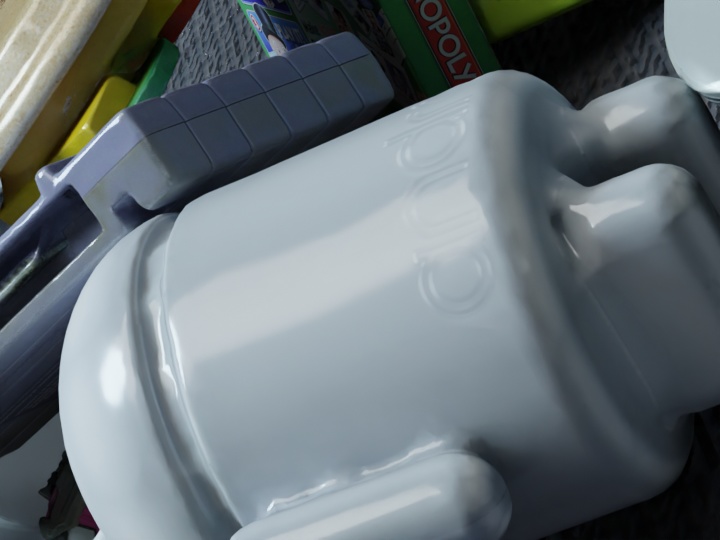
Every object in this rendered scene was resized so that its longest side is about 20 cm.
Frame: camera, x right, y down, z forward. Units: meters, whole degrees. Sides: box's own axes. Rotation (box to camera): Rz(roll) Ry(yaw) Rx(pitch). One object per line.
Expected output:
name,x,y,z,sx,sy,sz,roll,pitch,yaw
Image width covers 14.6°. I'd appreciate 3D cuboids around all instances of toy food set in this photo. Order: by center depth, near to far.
toy food set,-0.094,-0.079,0.908,0.200,0.049,0.198,-32,29,59

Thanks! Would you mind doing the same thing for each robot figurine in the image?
robot figurine,0.007,0.022,0.718,0.199,0.113,0.170,-23,26,20

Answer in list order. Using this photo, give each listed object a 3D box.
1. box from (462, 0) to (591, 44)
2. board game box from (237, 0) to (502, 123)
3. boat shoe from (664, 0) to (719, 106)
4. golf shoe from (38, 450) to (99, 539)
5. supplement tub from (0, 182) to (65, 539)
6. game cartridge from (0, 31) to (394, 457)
box,0.073,-0.149,0.823,0.048,0.122,0.200,-33,6,-29
board game box,-0.015,-0.111,0.976,0.029,0.135,0.200,-31,17,-11
boat shoe,0.122,-0.128,0.715,0.071,0.064,0.201,-2,73,48
golf shoe,-0.064,0.095,0.902,0.200,0.092,0.073,-59,-4,16
supplement tub,-0.140,0.032,1.073,0.145,0.144,0.200,-66,21,-10
game cartridge,-0.088,0.006,0.831,0.200,0.038,0.130,-42,-4,32
